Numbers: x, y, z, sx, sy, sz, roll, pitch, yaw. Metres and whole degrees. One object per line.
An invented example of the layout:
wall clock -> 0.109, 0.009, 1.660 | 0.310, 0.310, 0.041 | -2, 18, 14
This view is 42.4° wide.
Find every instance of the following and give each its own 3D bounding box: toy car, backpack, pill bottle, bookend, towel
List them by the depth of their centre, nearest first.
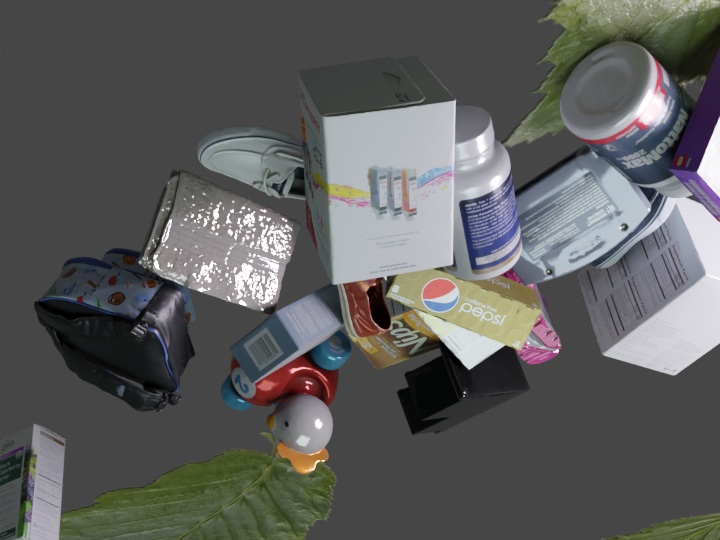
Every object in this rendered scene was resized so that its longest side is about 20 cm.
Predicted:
pill bottle -> 0.337, -0.168, 1.093 | 0.119, 0.120, 0.199 | -36, 135, 30
pill bottle -> 0.133, -0.096, 1.137 | 0.110, 0.111, 0.201 | -13, 130, 5
towel -> -0.171, -0.033, 1.162 | 0.199, 0.134, 0.034 | 21, 174, -35
backpack -> -0.313, 0.060, 1.204 | 0.189, 0.155, 0.201 | 12, 139, 8
toy car -> -0.109, 0.210, 1.408 | 0.176, 0.201, 0.185 | 13, 137, -26
bookend -> 0.125, 0.187, 1.452 | 0.199, 0.093, 0.198 | -33, 158, 34

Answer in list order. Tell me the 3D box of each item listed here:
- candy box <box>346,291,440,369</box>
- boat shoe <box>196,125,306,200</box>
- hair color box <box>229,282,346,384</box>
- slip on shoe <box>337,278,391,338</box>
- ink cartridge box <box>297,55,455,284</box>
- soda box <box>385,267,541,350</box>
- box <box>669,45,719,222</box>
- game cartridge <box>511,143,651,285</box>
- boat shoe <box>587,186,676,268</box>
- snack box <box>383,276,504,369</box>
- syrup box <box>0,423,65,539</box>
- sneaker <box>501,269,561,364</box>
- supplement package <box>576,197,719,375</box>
candy box -> 0.089, 0.071, 1.391 | 0.199, 0.056, 0.116 | -22, 139, 13
boat shoe -> -0.094, -0.121, 1.106 | 0.198, 0.066, 0.074 | 4, 140, -16
hair color box -> -0.079, 0.077, 1.270 | 0.099, 0.061, 0.200 | -37, 174, 30
slip on shoe -> 0.000, 0.000, 1.232 | 0.061, 0.074, 0.201 | 1, 118, 27
ink cartridge box -> 0.016, -0.114, 1.022 | 0.143, 0.146, 0.201 | -8, 122, -11
soda box -> 0.136, 0.031, 1.236 | 0.199, 0.064, 0.068 | 21, 114, -8
box -> 0.436, -0.171, 1.069 | 0.136, 0.201, 0.039 | 31, 170, -39
game cartridge -> 0.269, -0.069, 1.221 | 0.199, 0.042, 0.133 | -33, 107, 28
boat shoe -> 0.340, -0.074, 1.249 | 0.090, 0.071, 0.201 | 7, 140, -22
snack box -> 0.134, 0.034, 1.295 | 0.116, 0.037, 0.200 | -36, 109, 19
syrup box -> -0.540, 0.361, 1.508 | 0.078, 0.201, 0.081 | -24, 141, 17
sneaker -> 0.225, 0.041, 1.365 | 0.081, 0.088, 0.201 | -23, 117, 14
supplement package -> 0.445, 0.023, 1.327 | 0.151, 0.152, 0.200 | 16, 136, -28
